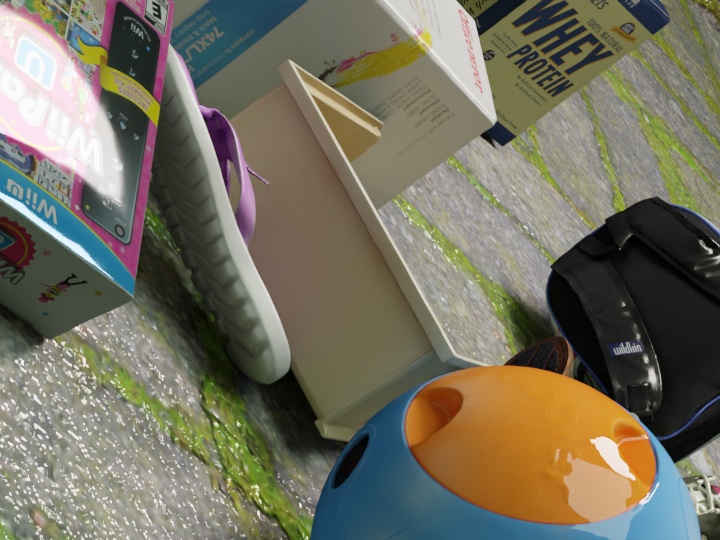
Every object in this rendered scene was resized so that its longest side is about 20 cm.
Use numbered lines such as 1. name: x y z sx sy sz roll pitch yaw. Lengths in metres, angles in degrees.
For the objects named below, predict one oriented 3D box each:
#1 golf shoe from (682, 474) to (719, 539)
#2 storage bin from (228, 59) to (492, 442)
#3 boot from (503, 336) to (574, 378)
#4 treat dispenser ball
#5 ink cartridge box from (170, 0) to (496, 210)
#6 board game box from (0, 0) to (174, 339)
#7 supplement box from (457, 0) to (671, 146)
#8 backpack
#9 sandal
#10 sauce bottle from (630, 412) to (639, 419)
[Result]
1. golf shoe: 0.224 0.176 1.557 0.200 0.088 0.077 17 43 -58
2. storage bin: 0.000 0.000 1.283 0.201 0.094 0.198 60 12 16
3. boot: 0.129 0.131 1.452 0.097 0.074 0.200 58 27 -21
4. treat dispenser ball: 0.073 0.149 1.074 0.201 0.201 0.201 46 21 -23
5. ink cartridge box: -0.028 -0.158 1.427 0.200 0.146 0.147 44 21 -28
6. board game box: -0.169 -0.090 1.037 0.147 0.064 0.201 39 41 -37
7. supplement box: 0.139 -0.265 1.916 0.134 0.200 0.200 33 27 -45
8. backpack: 0.244 0.048 1.681 0.191 0.199 0.154 56 -13 26
9. sandal: -0.076 -0.037 1.170 0.082 0.050 0.204 14 -56 61
10. sauce bottle: 0.174 0.192 1.370 0.065 0.064 0.201 -61 138 -69
